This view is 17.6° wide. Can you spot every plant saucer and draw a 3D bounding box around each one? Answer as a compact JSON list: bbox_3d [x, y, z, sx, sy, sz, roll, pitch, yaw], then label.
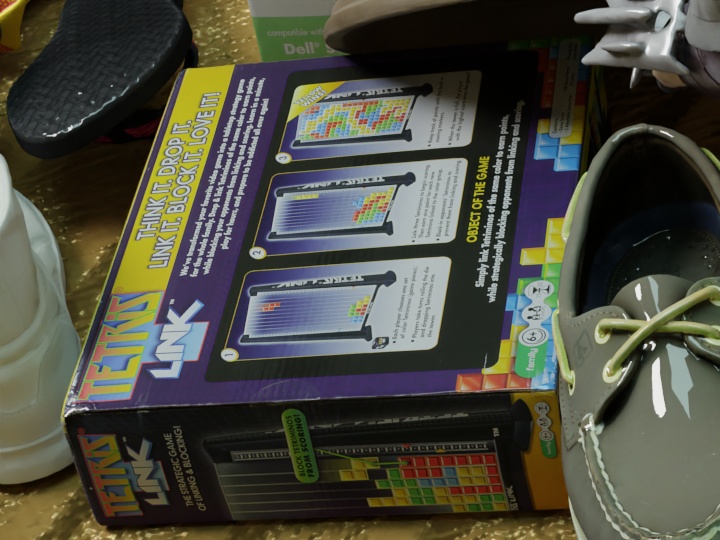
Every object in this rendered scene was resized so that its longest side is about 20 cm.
[{"bbox_3d":[0.085,-0.104,0.852,0.200,0.030,0.200,-4,-2,0],"label":"plant saucer"}]

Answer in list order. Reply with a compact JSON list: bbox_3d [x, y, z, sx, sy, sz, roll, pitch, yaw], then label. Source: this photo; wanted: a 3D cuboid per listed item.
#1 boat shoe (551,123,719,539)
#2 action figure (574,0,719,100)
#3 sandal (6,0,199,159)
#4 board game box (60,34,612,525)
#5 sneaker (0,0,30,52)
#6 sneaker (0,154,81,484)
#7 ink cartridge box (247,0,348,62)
[{"bbox_3d":[0.091,0.025,0.694,0.072,0.060,0.202,-14,29,12],"label":"boat shoe"},{"bbox_3d":[0.150,-0.057,0.734,0.130,0.200,0.069,20,79,42],"label":"action figure"},{"bbox_3d":[-0.097,-0.083,0.962,0.075,0.045,0.200,-18,21,8],"label":"sandal"},{"bbox_3d":[0.000,0.000,0.817,0.165,0.057,0.200,-4,38,14],"label":"board game box"},{"bbox_3d":[-0.167,-0.160,1.077,0.077,0.073,0.200,11,42,-6],"label":"sneaker"},{"bbox_3d":[-0.151,-0.024,0.842,0.074,0.116,0.200,-24,36,-12],"label":"sneaker"},{"bbox_3d":[-0.013,-0.186,0.940,0.067,0.200,0.117,-1,39,15],"label":"ink cartridge box"}]
